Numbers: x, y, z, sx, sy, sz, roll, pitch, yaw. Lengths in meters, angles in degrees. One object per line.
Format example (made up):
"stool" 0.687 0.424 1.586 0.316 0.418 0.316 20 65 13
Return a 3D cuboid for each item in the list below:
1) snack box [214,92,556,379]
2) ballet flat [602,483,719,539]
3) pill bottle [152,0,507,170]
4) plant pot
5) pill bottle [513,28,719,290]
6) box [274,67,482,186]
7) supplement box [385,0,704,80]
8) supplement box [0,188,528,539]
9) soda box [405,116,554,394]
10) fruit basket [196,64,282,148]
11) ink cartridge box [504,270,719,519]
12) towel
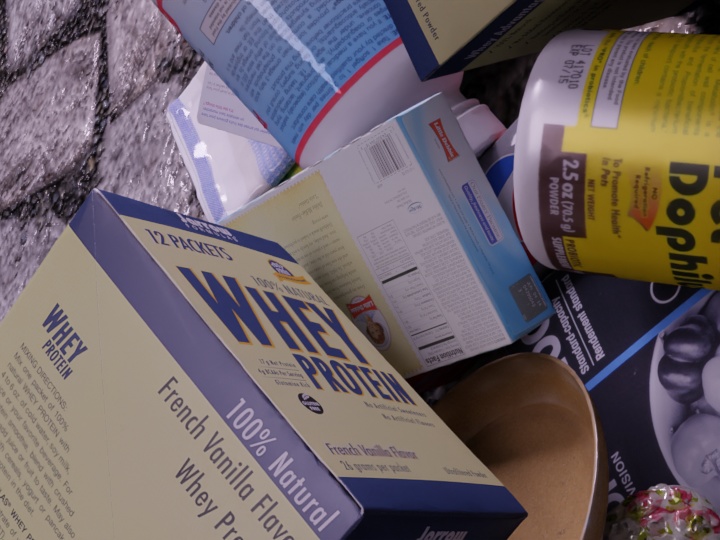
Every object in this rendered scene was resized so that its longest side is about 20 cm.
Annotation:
"snack box" 0.000 0.000 0.737 0.199 0.037 0.117 -24 95 54
"ballet flat" 0.089 0.181 0.636 0.075 0.064 0.201 38 111 12
"pill bottle" -0.016 -0.117 0.786 0.200 0.109 0.109 48 118 9
"plant pot" 0.049 0.133 0.669 0.200 0.027 0.201 -48 23 27
"pill bottle" 0.173 -0.044 0.619 0.198 0.109 0.110 7 79 24
"box" 0.005 -0.137 0.959 0.200 0.036 0.145 -48 43 28
"supplement box" 0.122 -0.205 0.649 0.200 0.199 0.135 -36 76 52
"supplement box" -0.077 0.111 0.639 0.200 0.134 0.200 46 107 30
"soda box" 0.080 -0.019 0.780 0.064 0.070 0.200 51 119 17
"fruit basket" -0.010 -0.169 0.889 0.184 0.093 0.202 18 103 35
"ink cartridge box" 0.138 0.077 0.703 0.200 0.043 0.199 -46 46 29
"towel" -0.061 -0.135 0.993 0.200 0.024 0.147 -49 43 24
